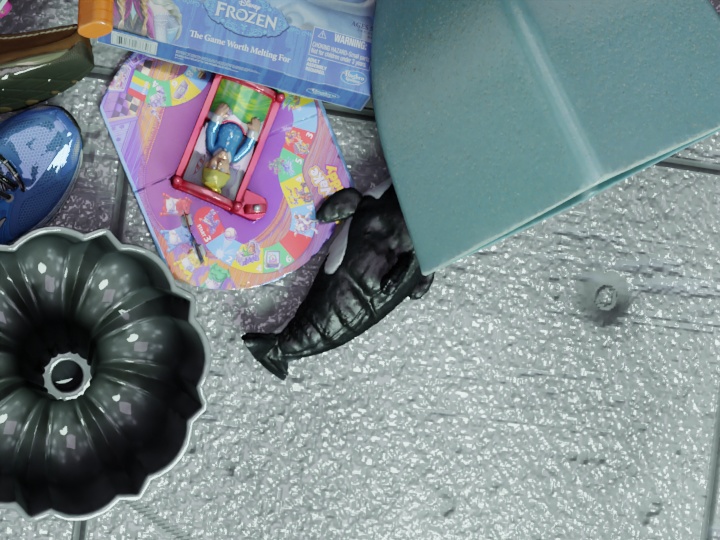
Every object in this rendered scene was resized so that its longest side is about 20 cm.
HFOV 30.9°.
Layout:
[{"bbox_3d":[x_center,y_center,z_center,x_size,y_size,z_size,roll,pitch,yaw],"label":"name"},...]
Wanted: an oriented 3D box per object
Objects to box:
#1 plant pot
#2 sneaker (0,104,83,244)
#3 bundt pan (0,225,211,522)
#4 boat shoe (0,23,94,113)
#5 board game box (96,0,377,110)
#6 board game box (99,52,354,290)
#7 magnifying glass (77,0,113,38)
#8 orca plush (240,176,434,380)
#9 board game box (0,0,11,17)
[{"bbox_3d":[0.117,-0.143,0.892,0.194,0.196,0.202,-24,87,-36],"label":"plant pot"},{"bbox_3d":[-0.270,-0.037,0.894,0.200,0.089,0.079,-45,98,-9],"label":"sneaker"},{"bbox_3d":[-0.207,0.066,0.903,0.199,0.076,0.205,-3,98,-19],"label":"bundt pan"},{"bbox_3d":[-0.284,-0.143,0.888,0.197,0.076,0.075,-14,84,1],"label":"boat shoe"},{"bbox_3d":[-0.071,-0.238,0.935,0.197,0.043,0.202,13,78,-10],"label":"board game box"},{"bbox_3d":[-0.093,-0.088,0.949,0.156,0.039,0.202,-23,95,-9],"label":"board game box"},{"bbox_3d":[-0.181,-0.256,0.897,0.079,0.022,0.203,-12,71,28],"label":"magnifying glass"},{"bbox_3d":[0.000,0.000,0.946,0.199,0.071,0.106,-33,106,-9],"label":"orca plush"},{"bbox_3d":[-0.263,-0.301,0.888,0.199,0.026,0.201,34,85,13],"label":"board game box"}]
